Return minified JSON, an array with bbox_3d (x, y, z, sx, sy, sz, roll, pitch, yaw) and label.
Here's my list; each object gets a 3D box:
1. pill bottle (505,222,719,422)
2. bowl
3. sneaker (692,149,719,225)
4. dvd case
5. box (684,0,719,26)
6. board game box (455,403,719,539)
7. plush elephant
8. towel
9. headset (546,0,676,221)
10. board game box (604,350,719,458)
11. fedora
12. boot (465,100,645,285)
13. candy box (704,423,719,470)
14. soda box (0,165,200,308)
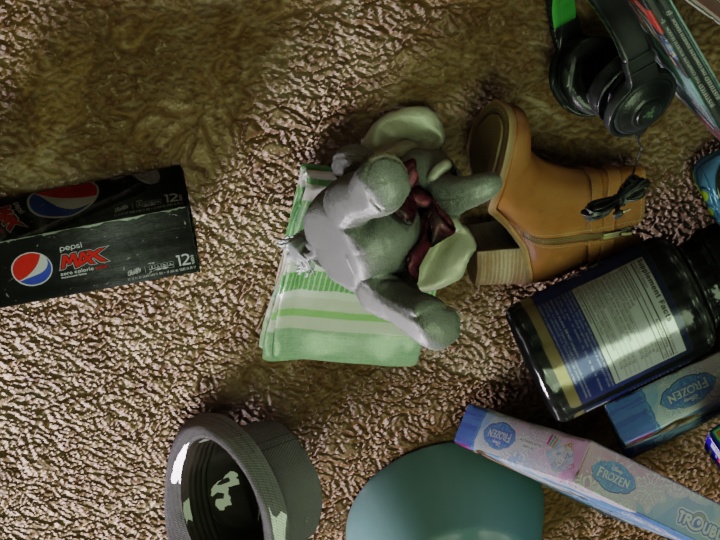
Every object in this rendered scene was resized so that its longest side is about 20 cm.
[{"bbox_3d":[0.234,0.040,1.624,0.199,0.112,0.112,-26,127,1],"label":"pill bottle"},{"bbox_3d":[0.091,0.275,1.817,0.199,0.105,0.202,-5,128,-7],"label":"bowl"},{"bbox_3d":[0.368,-0.037,1.666,0.082,0.071,0.200,-29,124,18],"label":"sneaker"},{"bbox_3d":[0.229,-0.192,1.477,0.022,0.146,0.200,-35,125,4],"label":"dvd case"},{"bbox_3d":[0.324,-0.284,1.415,0.163,0.167,0.200,29,115,-29],"label":"box"},{"bbox_3d":[0.217,0.191,1.725,0.199,0.198,0.044,27,82,-28],"label":"board game box"},{"bbox_3d":[0.041,-0.046,1.522,0.154,0.199,0.166,-33,109,-27],"label":"plush elephant"},{"bbox_3d":[0.000,0.000,1.647,0.151,0.023,0.201,4,125,-15],"label":"towel"},{"bbox_3d":[0.190,-0.140,1.507,0.093,0.123,0.201,-29,119,-12],"label":"headset"},{"bbox_3d":[0.318,0.105,1.698,0.198,0.044,0.200,-27,168,4],"label":"board game box"},{"bbox_3d":[-0.097,0.212,1.720,0.090,0.177,0.202,-19,135,-35],"label":"fedora"},{"bbox_3d":[0.171,-0.069,1.594,0.154,0.077,0.201,-9,130,-10],"label":"boot"},{"bbox_3d":[0.394,0.117,1.607,0.199,0.077,0.169,-36,167,3],"label":"candy box"},{"bbox_3d":[-0.235,-0.026,1.553,0.198,0.064,0.071,-11,127,-5],"label":"soda box"}]
